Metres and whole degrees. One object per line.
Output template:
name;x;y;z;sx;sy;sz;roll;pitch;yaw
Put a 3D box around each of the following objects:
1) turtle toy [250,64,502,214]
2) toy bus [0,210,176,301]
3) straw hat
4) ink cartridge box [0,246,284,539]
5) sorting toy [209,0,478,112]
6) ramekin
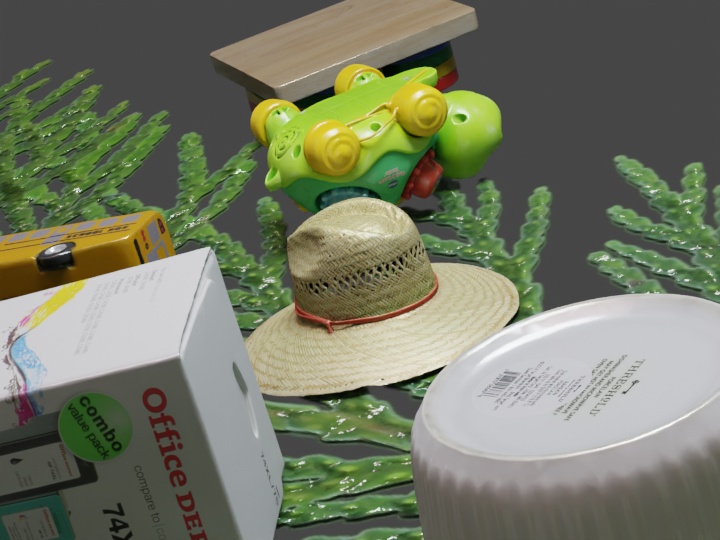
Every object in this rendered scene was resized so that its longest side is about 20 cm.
turtle toy;0.018;-0.095;1.433;0.199;0.102;0.146;-23;22;-18
toy bus;-0.244;0.008;1.431;0.198;0.066;0.078;-9;22;22
straw hat;0.000;0.000;1.232;0.199;0.086;0.201;-15;22;6
ink cartridge box;-0.158;0.100;1.019;0.198;0.148;0.146;-14;20;9
sorting toy;-0.012;-0.187;1.732;0.199;0.070;0.199;-23;22;-15
ramekin;0.116;0.093;0.884;0.198;0.106;0.200;-15;21;6
